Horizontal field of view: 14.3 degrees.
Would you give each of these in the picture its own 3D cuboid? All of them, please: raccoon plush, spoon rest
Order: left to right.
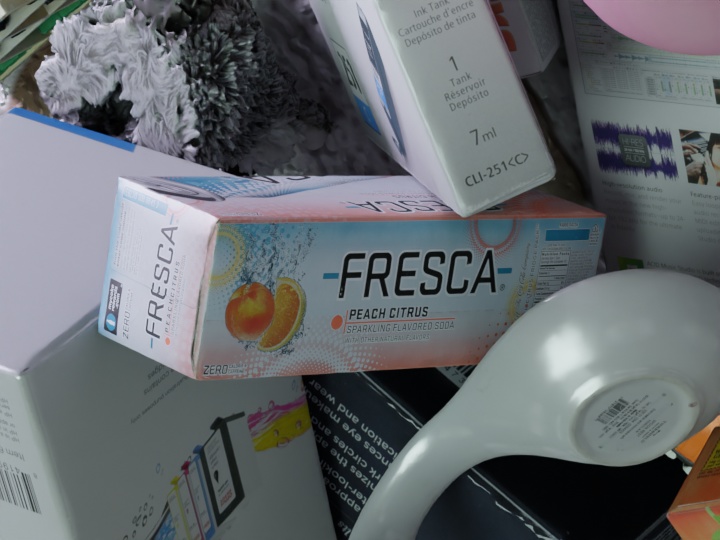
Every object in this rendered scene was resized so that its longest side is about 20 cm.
[{"bbox_3d":[-0.045,-0.101,1.226,0.097,0.134,0.200,53,130,13],"label":"raccoon plush"},{"bbox_3d":[0.067,0.064,1.123,0.099,0.061,0.200,30,120,-35],"label":"spoon rest"}]

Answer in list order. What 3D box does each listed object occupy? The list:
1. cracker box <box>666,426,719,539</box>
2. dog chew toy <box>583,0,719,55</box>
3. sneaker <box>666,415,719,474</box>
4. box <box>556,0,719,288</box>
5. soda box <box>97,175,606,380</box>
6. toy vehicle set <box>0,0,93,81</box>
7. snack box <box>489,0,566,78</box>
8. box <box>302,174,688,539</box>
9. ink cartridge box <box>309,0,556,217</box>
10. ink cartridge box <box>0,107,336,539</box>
[{"bbox_3d":[0.228,0.139,1.102,0.134,0.058,0.200,-15,119,43],"label":"cracker box"},{"bbox_3d":[0.093,-0.160,1.017,0.200,0.125,0.125,41,140,41],"label":"dog chew toy"},{"bbox_3d":[0.151,0.062,1.171,0.200,0.071,0.080,12,123,30],"label":"sneaker"},{"bbox_3d":[0.148,-0.076,1.118,0.144,0.036,0.200,10,124,39],"label":"box"},{"bbox_3d":[0.000,0.000,1.107,0.068,0.200,0.064,22,107,47],"label":"soda box"},{"bbox_3d":[-0.174,-0.112,1.329,0.027,0.124,0.200,56,140,-1],"label":"toy vehicle set"},{"bbox_3d":[0.038,-0.177,1.123,0.024,0.072,0.200,-13,108,22],"label":"snack box"},{"bbox_3d":[0.029,0.101,1.284,0.197,0.117,0.200,41,136,15],"label":"box"},{"bbox_3d":[0.007,-0.124,1.130,0.200,0.045,0.176,-133,21,-74],"label":"ink cartridge box"},{"bbox_3d":[-0.119,0.065,1.188,0.147,0.145,0.200,18,134,35],"label":"ink cartridge box"}]
